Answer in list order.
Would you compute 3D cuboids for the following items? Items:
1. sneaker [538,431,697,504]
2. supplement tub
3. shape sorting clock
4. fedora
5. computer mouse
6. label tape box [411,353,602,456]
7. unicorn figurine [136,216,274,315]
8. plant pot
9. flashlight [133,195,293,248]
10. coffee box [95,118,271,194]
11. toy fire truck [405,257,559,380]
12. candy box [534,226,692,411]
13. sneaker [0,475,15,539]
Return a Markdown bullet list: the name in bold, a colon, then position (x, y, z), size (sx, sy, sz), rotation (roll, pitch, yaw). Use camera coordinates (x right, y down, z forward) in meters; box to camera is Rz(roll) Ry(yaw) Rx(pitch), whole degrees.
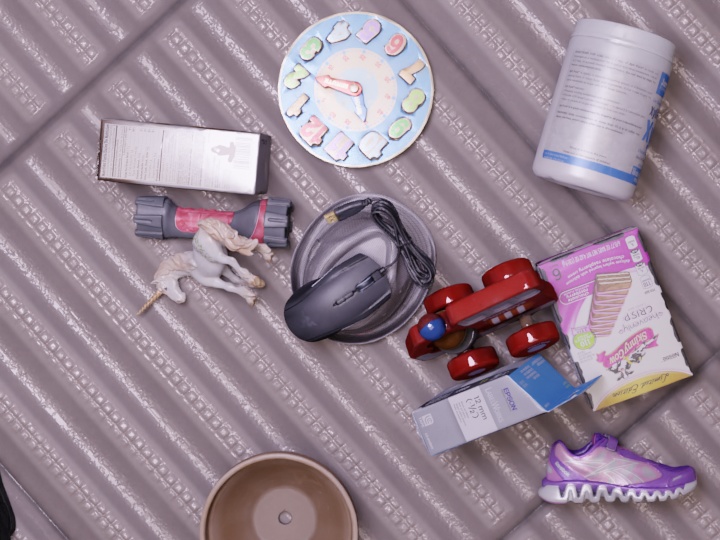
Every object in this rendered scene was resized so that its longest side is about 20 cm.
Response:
- **sneaker**: position (0.325, 0.249, 1.730), size (0.200, 0.080, 0.089), rotation (-1, 85, 4)
- **supplement tub**: position (0.299, -0.196, 1.683), size (0.132, 0.132, 0.200), rotation (17, 94, 2)
- **shape sorting clock**: position (-0.006, -0.231, 1.743), size (0.200, 0.039, 0.200), rotation (0, 93, 3)
- **fedora**: position (0.000, 0.000, 1.726), size (0.177, 0.090, 0.200), rotation (40, 94, 0)
- **computer mouse**: position (-0.022, 0.000, 1.657), size (0.200, 0.046, 0.141), rotation (-27, 99, 13)
- **label tape box**: position (0.180, 0.152, 1.669), size (0.200, 0.143, 0.066), rotation (-26, 87, 23)
- **unicorn figurine**: position (-0.189, -0.004, 1.730), size (0.137, 0.074, 0.200), rotation (24, 132, 1)
- **plant pot**: position (-0.100, 0.325, 1.745), size (0.201, 0.093, 0.201), rotation (0, 93, 4)
- **flashlight**: position (-0.188, -0.067, 1.745), size (0.200, 0.068, 0.068), rotation (6, 89, 2)
- **coffee box**: position (-0.220, -0.143, 1.722), size (0.200, 0.114, 0.080), rotation (6, 93, 4)
- **toy fire truck**: position (0.141, 0.055, 1.664), size (0.200, 0.168, 0.112), rotation (-24, 73, 17)
- **candy box**: position (0.319, 0.061, 1.727), size (0.136, 0.061, 0.200), rotation (-21, 92, 4)
- **sneaker**: position (-0.495, 0.296, 1.758), size (0.060, 0.104, 0.200), rotation (-24, 91, 4)
